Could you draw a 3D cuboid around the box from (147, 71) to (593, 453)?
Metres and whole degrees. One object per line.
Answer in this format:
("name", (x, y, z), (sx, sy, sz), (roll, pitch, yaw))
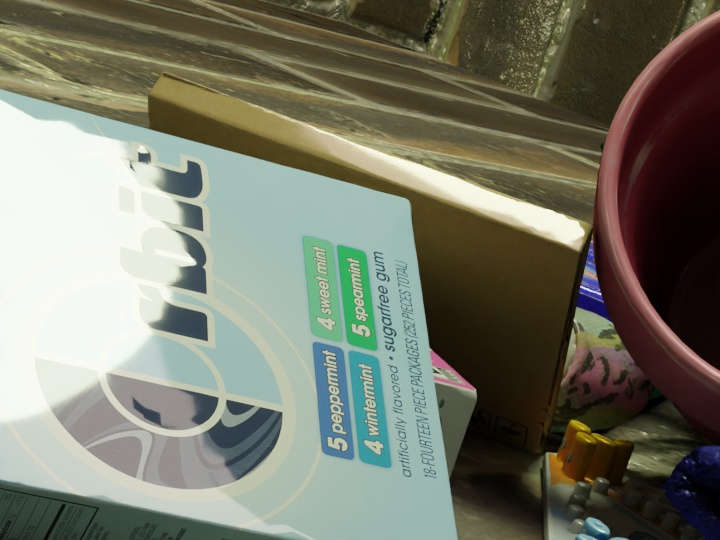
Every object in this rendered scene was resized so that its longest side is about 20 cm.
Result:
("box", (0.000, 0.000, 0.870), (0.200, 0.021, 0.164), (21, -34, 12))

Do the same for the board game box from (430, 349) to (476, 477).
("board game box", (-0.075, 0.030, 0.760), (0.200, 0.064, 0.148), (14, 10, -23))

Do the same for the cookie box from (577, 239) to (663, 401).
("cookie box", (0.086, 0.016, 1.078), (0.171, 0.075, 0.200), (22, 11, 20))

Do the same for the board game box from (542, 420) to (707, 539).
("board game box", (0.174, 0.125, 0.798), (0.200, 0.026, 0.200), (19, 10, 2))

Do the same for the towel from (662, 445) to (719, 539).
("towel", (0.232, 0.120, 0.744), (0.200, 0.050, 0.148), (14, 5, -27))

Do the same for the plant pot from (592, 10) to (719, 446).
("plant pot", (0.200, 0.002, 0.855), (0.200, 0.200, 0.179), (21, -20, 12))

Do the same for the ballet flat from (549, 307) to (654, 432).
("ballet flat", (0.045, 0.026, 0.945), (0.200, 0.069, 0.071), (19, -18, 21))

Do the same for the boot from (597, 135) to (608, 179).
("boot", (0.226, 0.003, 1.196), (0.158, 0.211, 0.079), (-2, 32, 11))

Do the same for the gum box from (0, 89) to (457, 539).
("gum box", (-0.073, 0.024, 0.629), (0.200, 0.045, 0.170), (15, 42, -21))
